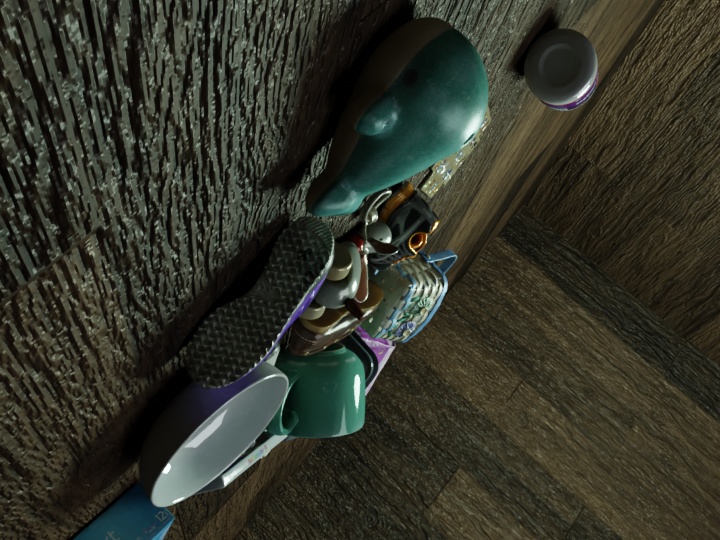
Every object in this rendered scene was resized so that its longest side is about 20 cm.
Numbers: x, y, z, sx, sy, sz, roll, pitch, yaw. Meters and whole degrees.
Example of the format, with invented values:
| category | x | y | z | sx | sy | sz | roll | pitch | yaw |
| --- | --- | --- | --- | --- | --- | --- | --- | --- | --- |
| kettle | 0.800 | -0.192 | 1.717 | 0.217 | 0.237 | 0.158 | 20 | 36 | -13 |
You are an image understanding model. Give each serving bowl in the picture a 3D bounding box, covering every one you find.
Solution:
| category | x | y | z | sx | sy | sz | roll | pitch | yaw |
| --- | --- | --- | --- | --- | --- | --- | --- | --- | --- |
| serving bowl | -0.175 | 0.171 | 0.835 | 0.200 | 0.066 | 0.201 | -42 | 161 | -18 |

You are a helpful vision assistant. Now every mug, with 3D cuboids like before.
| category | x | y | z | sx | sy | sz | roll | pitch | yaw |
| --- | --- | --- | --- | --- | --- | --- | --- | --- | --- |
| mug | -0.065 | 0.171 | 1.076 | 0.185 | 0.149 | 0.117 | -141 | -129 | -83 |

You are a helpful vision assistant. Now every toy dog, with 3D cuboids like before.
| category | x | y | z | sx | sy | sz | roll | pitch | yaw |
| --- | --- | --- | --- | --- | --- | --- | --- | --- | --- |
| toy dog | 0.000 | 0.000 | 0.936 | 0.200 | 0.096 | 0.132 | -44 | 169 | -30 |

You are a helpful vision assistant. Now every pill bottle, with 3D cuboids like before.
| category | x | y | z | sx | sy | sz | roll | pitch | yaw |
| --- | --- | --- | --- | --- | --- | --- | --- | --- | --- |
| pill bottle | 0.333 | -0.324 | 1.201 | 0.113 | 0.112 | 0.200 | -53 | 170 | 18 |

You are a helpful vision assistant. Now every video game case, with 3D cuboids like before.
| category | x | y | z | sx | sy | sz | roll | pitch | yaw |
| --- | --- | --- | --- | --- | --- | --- | --- | --- | --- |
| video game case | -0.204 | 0.274 | 1.036 | 0.141 | 0.018 | 0.200 | -18 | -179 | 19 |

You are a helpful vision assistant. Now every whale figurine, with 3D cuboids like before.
| category | x | y | z | sx | sy | sz | roll | pitch | yaw |
| --- | --- | --- | --- | --- | --- | --- | --- | --- | --- |
| whale figurine | 0.035 | -0.118 | 0.648 | 0.201 | 0.103 | 0.159 | -53 | 170 | 13 |

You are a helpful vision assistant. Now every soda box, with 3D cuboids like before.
| category | x | y | z | sx | sy | sz | roll | pitch | yaw |
| --- | --- | --- | --- | --- | --- | --- | --- | --- | --- |
| soda box | -0.317 | 0.348 | 0.863 | 0.200 | 0.068 | 0.065 | -39 | 166 | -49 |

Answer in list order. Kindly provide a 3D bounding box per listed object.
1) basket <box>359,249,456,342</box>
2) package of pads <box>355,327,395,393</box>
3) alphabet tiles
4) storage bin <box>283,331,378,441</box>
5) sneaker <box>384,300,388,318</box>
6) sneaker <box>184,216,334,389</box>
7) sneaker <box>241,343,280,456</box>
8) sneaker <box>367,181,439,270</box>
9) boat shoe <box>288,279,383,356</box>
| category | x | y | z | sx | sy | sz | roll | pitch | yaw |
| --- | --- | --- | --- | --- | --- | --- | --- | --- | --- |
| basket | 0.074 | 0.040 | 1.279 | 0.199 | 0.139 | 0.178 | -16 | 145 | -57 |
| package of pads | -0.030 | 0.192 | 1.391 | 0.119 | 0.076 | 0.202 | 16 | 112 | -42 |
| alphabet tiles | 0.157 | -0.193 | 1.200 | 0.167 | 0.006 | 0.200 | -53 | 170 | 7 |
| storage bin | -0.078 | 0.208 | 1.262 | 0.201 | 0.146 | 0.134 | -55 | 159 | 24 |
| sneaker | -0.003 | 0.148 | 1.516 | 0.200 | 0.075 | 0.088 | -46 | 170 | -21 |
| sneaker | -0.094 | 0.042 | 0.754 | 0.201 | 0.069 | 0.100 | -49 | 172 | -8 |
| sneaker | -0.141 | 0.164 | 0.958 | 0.073 | 0.080 | 0.202 | -34 | 160 | -50 |
| sneaker | 0.057 | -0.046 | 1.085 | 0.078 | 0.077 | 0.201 | -47 | 171 | -25 |
| boat shoe | -0.039 | 0.066 | 1.085 | 0.199 | 0.070 | 0.071 | -22 | 145 | -53 |
